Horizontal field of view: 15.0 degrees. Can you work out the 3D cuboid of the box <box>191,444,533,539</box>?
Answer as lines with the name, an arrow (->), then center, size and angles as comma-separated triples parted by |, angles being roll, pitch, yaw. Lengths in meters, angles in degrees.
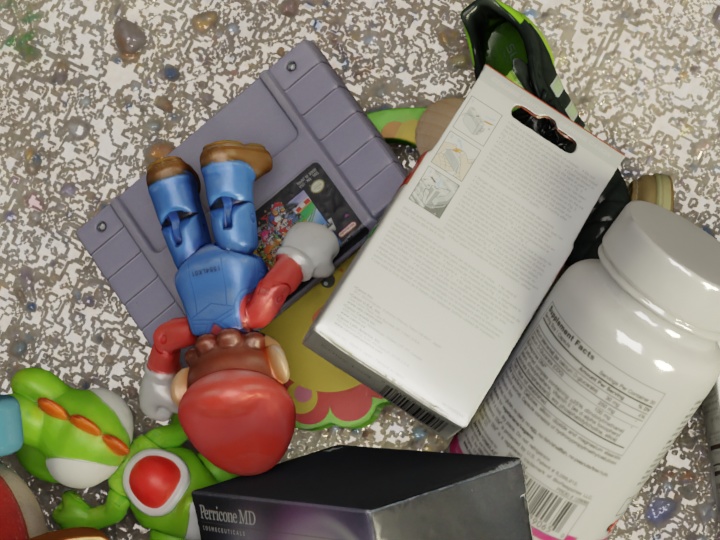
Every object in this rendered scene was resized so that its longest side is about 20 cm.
box -> 0.010, 0.216, 1.631 | 0.123, 0.200, 0.200 | -13, 96, -34

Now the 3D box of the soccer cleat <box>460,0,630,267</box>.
soccer cleat -> 0.111, -0.085, 1.714 | 0.067, 0.081, 0.201 | -32, 59, 15

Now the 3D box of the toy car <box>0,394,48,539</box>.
toy car -> -0.309, 0.181, 1.655 | 0.199, 0.176, 0.186 | -9, 94, -41

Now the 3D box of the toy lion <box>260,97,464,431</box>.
toy lion -> 0.000, 0.000, 1.757 | 0.191, 0.069, 0.201 | -6, 84, 9

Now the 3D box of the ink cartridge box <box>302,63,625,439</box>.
ink cartridge box -> 0.063, -0.012, 1.651 | 0.109, 0.050, 0.201 | 33, 74, -2

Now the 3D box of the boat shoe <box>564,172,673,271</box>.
boat shoe -> 0.149, 0.029, 1.737 | 0.062, 0.073, 0.201 | 18, 86, 1

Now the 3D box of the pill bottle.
pill bottle -> 0.146, 0.066, 1.642 | 0.113, 0.113, 0.200 | 35, 109, 5

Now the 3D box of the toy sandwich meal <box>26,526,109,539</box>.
toy sandwich meal -> -0.162, 0.250, 1.621 | 0.204, 0.070, 0.206 | -5, 103, -22

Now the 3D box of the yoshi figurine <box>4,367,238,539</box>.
yoshi figurine -> -0.144, 0.128, 1.743 | 0.200, 0.113, 0.112 | 34, 127, -9

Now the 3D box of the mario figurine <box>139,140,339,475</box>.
mario figurine -> -0.078, 0.029, 1.691 | 0.105, 0.123, 0.201 | -1, 75, -30

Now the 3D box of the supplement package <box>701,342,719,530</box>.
supplement package -> 0.277, 0.118, 1.704 | 0.113, 0.110, 0.201 | -8, 84, 1

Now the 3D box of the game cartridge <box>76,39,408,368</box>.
game cartridge -> -0.072, -0.036, 1.741 | 0.200, 0.038, 0.130 | -39, 67, 10
